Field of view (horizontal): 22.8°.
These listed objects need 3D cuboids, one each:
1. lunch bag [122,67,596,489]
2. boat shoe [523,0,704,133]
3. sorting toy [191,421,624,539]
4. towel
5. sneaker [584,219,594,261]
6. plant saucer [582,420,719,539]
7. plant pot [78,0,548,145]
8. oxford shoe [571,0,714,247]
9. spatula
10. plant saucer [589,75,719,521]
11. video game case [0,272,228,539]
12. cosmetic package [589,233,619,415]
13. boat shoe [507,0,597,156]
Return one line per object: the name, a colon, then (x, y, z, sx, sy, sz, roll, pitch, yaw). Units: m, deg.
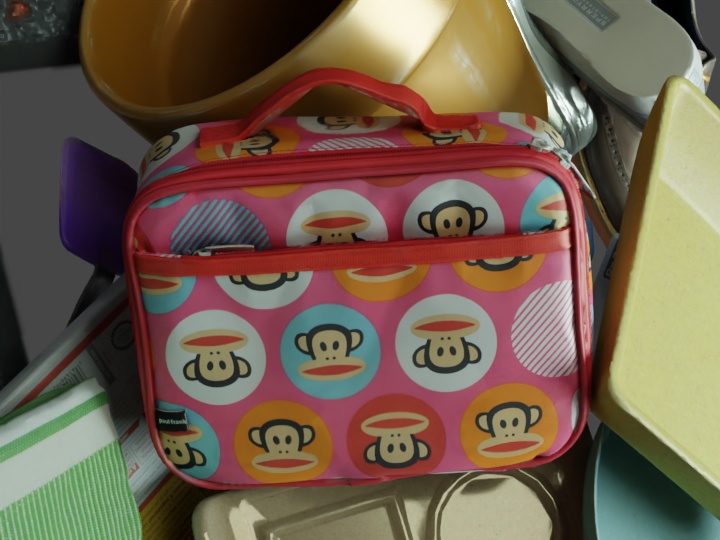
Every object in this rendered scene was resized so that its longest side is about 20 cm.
lunch bag: (0.000, 0.000, 0.766, 0.082, 0.198, 0.178, -91, 177, -66)
boat shoe: (0.133, -0.146, 1.032, 0.072, 0.200, 0.069, -39, 143, -6)
sorting toy: (0.038, 0.169, 0.807, 0.198, 0.036, 0.187, -14, 79, -17)
towel: (-0.114, 0.154, 0.717, 0.152, 0.023, 0.202, -30, 106, -73)
sneaker: (0.055, 0.024, 0.957, 0.199, 0.070, 0.079, -16, 95, -38)
plant saucer: (0.169, 0.141, 0.847, 0.199, 0.027, 0.202, 21, 57, -36)
plant pot: (-0.005, -0.107, 0.876, 0.183, 0.199, 0.202, 43, 52, -41)
oxford shoe: (0.172, -0.101, 1.073, 0.071, 0.073, 0.202, 10, 71, -38)
spatula: (-0.130, 0.036, 0.823, 0.056, 0.020, 0.202, 25, 65, -38)
plant saucer: (0.181, 0.040, 0.855, 0.200, 0.048, 0.201, 40, 48, -24)
video game case: (-0.077, 0.103, 0.835, 0.143, 0.017, 0.201, -47, 114, -38)
cosmetic package: (0.220, 0.053, 1.051, 0.199, 0.074, 0.103, 12, 102, -37)
boat shoe: (0.054, -0.129, 0.997, 0.065, 0.074, 0.202, -47, 116, -18)
